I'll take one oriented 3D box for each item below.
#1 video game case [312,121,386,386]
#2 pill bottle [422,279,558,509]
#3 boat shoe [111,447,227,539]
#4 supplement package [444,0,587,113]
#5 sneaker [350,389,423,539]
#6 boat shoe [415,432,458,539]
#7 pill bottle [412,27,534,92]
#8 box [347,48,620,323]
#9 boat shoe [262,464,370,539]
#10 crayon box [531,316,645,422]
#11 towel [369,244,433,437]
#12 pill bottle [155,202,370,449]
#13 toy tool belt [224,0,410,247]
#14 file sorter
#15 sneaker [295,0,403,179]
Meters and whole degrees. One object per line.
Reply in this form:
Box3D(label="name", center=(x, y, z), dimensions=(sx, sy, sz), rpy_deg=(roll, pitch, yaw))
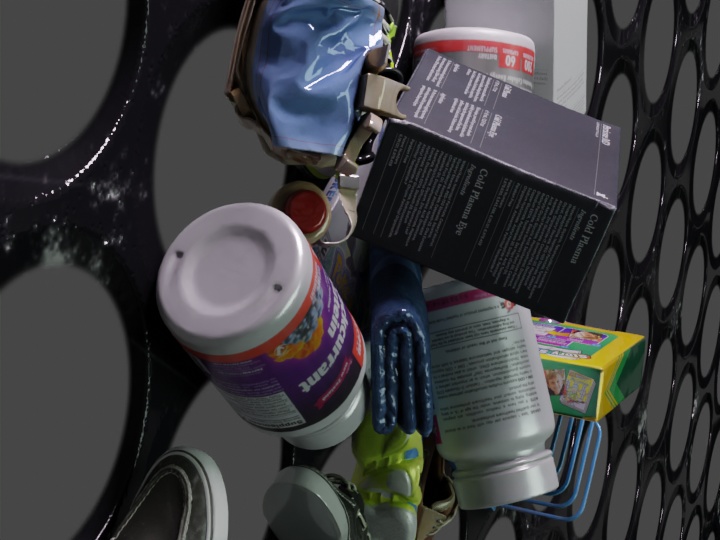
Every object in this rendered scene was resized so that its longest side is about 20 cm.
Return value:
Box3D(label="video game case", center=(0.000, 0.000, 1.253), dimensions=(0.202, 0.022, 0.183), rpy_deg=(74, 33, -42))
Box3D(label="pill bottle", center=(0.114, 0.108, 1.312), dimensions=(0.113, 0.112, 0.203), rpy_deg=(-3, 79, -66))
Box3D(label="boat shoe", center=(-0.142, 0.211, 0.926), dimensions=(0.064, 0.070, 0.203), rpy_deg=(37, 66, -62))
Box3D(label="supplement package", center=(0.154, -0.239, 1.411), dimensions=(0.117, 0.115, 0.203), rpy_deg=(-42, 135, -55))
Box3D(label="sneaker", center=(0.031, 0.180, 1.307), dimensions=(0.105, 0.075, 0.202), rpy_deg=(-57, 159, -57))
Box3D(label="boat shoe", center=(0.057, 0.227, 1.391), dimensions=(0.076, 0.071, 0.202), rpy_deg=(-51, 142, -48))
Box3D(label="pill bottle", center=(0.100, -0.111, 1.309), dimensions=(0.114, 0.112, 0.203), rpy_deg=(7, 85, -66))
Box3D(label="box", center=(0.104, -0.073, 1.141), dimensions=(0.200, 0.180, 0.105), rpy_deg=(-63, 174, -64))
Box3D(label="boat shoe", center=(-0.032, 0.205, 1.199), dimensions=(0.201, 0.070, 0.064), rpy_deg=(78, 31, -54))
Box3D(label="crayon box", center=(0.169, 0.091, 1.445), dimensions=(0.172, 0.197, 0.059), rpy_deg=(-18, 114, -63))
Box3D(label="towel", center=(0.031, 0.046, 1.162), dimensions=(0.200, 0.048, 0.113), rpy_deg=(-90, 178, -70))
Box3D(label="pill bottle", center=(-0.059, 0.050, 1.027), dimensions=(0.201, 0.110, 0.113), rpy_deg=(60, 44, -55))
Box3D(label="toy tool belt", center=(-0.030, -0.121, 1.002), dimensions=(0.123, 0.123, 0.203), rpy_deg=(157, -63, -72))
Box3D(label="file sorter", center=(0.188, 0.183, 1.615), dimensions=(0.200, 0.121, 0.140), rpy_deg=(54, 48, -57))
Box3D(label="sneaker", center=(0.008, -0.157, 1.127), dimensions=(0.071, 0.082, 0.203), rpy_deg=(33, 66, -44))
